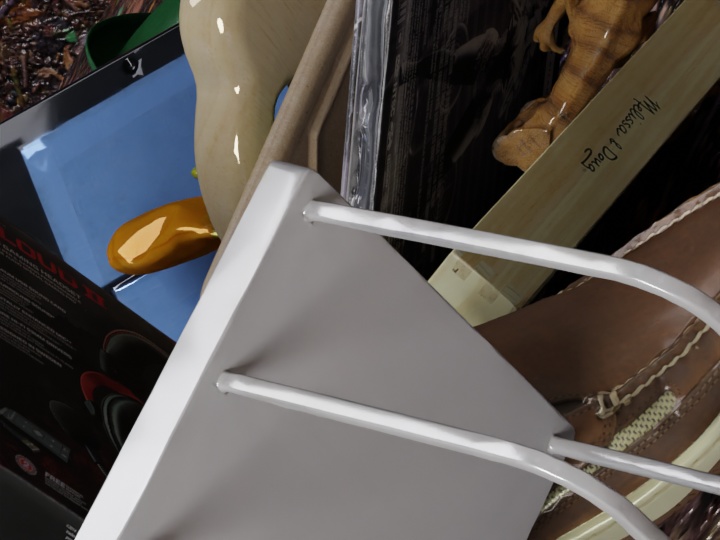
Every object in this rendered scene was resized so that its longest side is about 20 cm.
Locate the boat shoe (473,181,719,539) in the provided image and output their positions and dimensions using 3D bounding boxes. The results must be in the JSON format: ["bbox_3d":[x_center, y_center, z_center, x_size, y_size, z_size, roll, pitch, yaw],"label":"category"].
[{"bbox_3d":[0.047,0.042,0.773,0.202,0.075,0.075,-48,30,7],"label":"boat shoe"}]

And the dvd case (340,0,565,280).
[{"bbox_3d":[0.036,-0.070,0.959,0.200,0.016,0.149,-45,-36,-58],"label":"dvd case"}]

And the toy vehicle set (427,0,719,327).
[{"bbox_3d":[0.052,-0.006,0.908,0.200,0.027,0.124,-46,-5,-49],"label":"toy vehicle set"}]

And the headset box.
[{"bbox_3d":[-0.093,0.069,0.882,0.075,0.149,0.200,-46,26,13],"label":"headset box"}]

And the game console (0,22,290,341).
[{"bbox_3d":[-0.064,-0.014,1.137,0.200,0.031,0.177,-28,65,13],"label":"game console"}]

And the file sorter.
[{"bbox_3d":[0.015,0.103,0.632,0.124,0.139,0.200,13,69,41],"label":"file sorter"}]

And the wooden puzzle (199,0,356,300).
[{"bbox_3d":[0.000,0.000,0.983,0.185,0.037,0.200,63,-146,-46],"label":"wooden puzzle"}]

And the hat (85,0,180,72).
[{"bbox_3d":[-0.027,-0.148,1.307,0.200,0.166,0.176,-17,-42,-60],"label":"hat"}]

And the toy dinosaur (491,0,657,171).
[{"bbox_3d":[0.100,-0.126,0.960,0.106,0.060,0.200,-41,-33,-69],"label":"toy dinosaur"}]

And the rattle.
[{"bbox_3d":[-0.057,-0.088,1.035,0.130,0.200,0.143,-44,39,-19],"label":"rattle"}]
